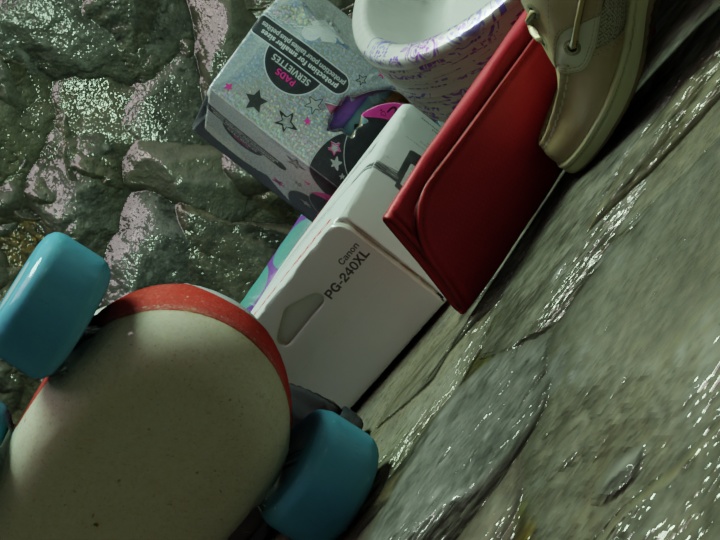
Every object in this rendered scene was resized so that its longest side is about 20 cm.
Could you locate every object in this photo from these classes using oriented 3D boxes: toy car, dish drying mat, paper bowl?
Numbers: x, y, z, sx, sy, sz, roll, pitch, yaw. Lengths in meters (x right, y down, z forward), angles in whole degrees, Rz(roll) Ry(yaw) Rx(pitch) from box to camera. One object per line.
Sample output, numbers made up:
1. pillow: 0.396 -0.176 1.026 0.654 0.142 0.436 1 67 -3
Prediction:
1. toy car: -0.106 0.060 0.746 0.177 0.183 0.201 -51 16 19
2. dish drying mat: 0.087 -0.079 0.769 0.018 0.077 0.201 9 58 50
3. paper bowl: 0.098 -0.179 0.919 0.200 0.104 0.202 -33 36 28

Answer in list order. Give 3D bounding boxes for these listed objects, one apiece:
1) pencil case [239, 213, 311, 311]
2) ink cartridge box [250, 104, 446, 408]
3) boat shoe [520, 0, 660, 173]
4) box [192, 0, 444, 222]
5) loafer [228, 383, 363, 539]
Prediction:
1. pencil case: -0.024 -0.008 1.229 0.201 0.084 0.093 -55 -33 -15
2. ink cartridge box: 0.000 0.000 0.947 0.146 0.083 0.200 -50 6 28
3. boat shoe: 0.108 -0.133 0.694 0.201 0.064 0.073 103 -178 -47
4. box: -0.014 -0.102 1.115 0.115 0.199 0.132 -55 5 -13
5. loafer: -0.065 0.118 0.855 0.200 0.063 0.072 -47 7 50
